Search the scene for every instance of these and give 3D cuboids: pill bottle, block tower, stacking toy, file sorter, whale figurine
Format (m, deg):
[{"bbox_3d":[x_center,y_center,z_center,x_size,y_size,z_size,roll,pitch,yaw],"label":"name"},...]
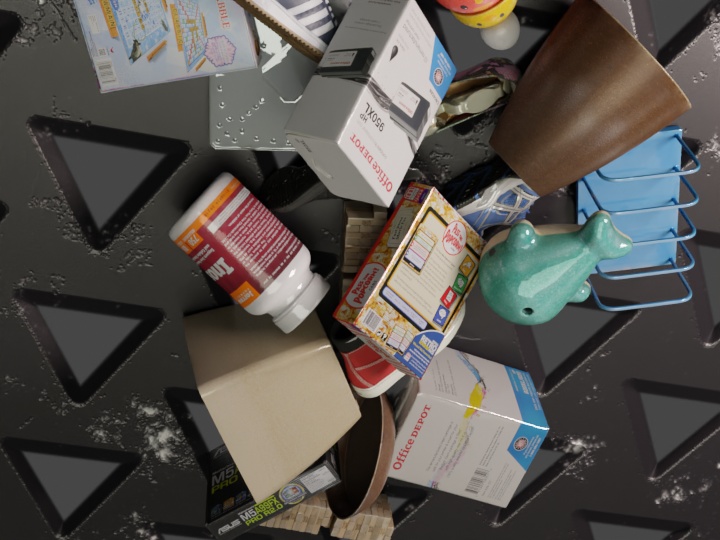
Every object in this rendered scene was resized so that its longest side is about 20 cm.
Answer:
[{"bbox_3d":[-0.137,-0.019,1.499,0.200,0.113,0.113,44,109,-8],"label":"pill bottle"},{"bbox_3d":[0.000,0.000,1.580,0.057,0.054,0.202,2,119,-7],"label":"block tower"},{"bbox_3d":[0.142,-0.336,1.380,0.145,0.147,0.200,-30,134,12],"label":"stacking toy"},{"bbox_3d":[0.362,-0.065,1.537,0.137,0.123,0.202,-7,119,-2],"label":"file sorter"},{"bbox_3d":[0.241,0.000,1.480,0.199,0.104,0.159,-24,128,33],"label":"whale figurine"},{"bbox_3d":[-0.050,0.359,1.770,0.198,0.058,0.054,11,119,-13],"label":"block tower"}]

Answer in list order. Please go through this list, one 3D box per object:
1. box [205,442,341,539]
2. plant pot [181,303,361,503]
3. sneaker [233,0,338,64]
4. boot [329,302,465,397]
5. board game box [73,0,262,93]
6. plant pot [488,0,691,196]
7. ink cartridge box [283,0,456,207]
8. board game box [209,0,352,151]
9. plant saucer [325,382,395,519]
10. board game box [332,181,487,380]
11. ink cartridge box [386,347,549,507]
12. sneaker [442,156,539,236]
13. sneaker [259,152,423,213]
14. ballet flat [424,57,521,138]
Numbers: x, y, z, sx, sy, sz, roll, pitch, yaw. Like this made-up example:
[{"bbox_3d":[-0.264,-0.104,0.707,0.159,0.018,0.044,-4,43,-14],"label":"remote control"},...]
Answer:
[{"bbox_3d":[-0.125,0.276,1.664,0.199,0.161,0.044,-29,120,12],"label":"box"},{"bbox_3d":[-0.111,0.150,1.584,0.176,0.200,0.201,-24,119,-2],"label":"plant pot"},{"bbox_3d":[-0.057,-0.314,1.360,0.199,0.070,0.109,32,87,-40],"label":"sneaker"},{"bbox_3d":[0.052,0.060,1.561,0.200,0.072,0.145,-39,136,-17],"label":"boot"},{"bbox_3d":[-0.232,-0.320,1.368,0.197,0.041,0.202,-7,118,8],"label":"board game box"},{"bbox_3d":[0.256,-0.190,1.407,0.187,0.187,0.200,40,103,-24],"label":"plant pot"},{"bbox_3d":[0.015,-0.197,1.368,0.145,0.084,0.201,46,65,-51],"label":"ink cartridge box"},{"bbox_3d":[-0.086,-0.245,1.451,0.198,0.026,0.202,1,119,-5],"label":"board game box"},{"bbox_3d":[0.002,0.246,1.637,0.034,0.201,0.202,14,118,-20],"label":"plant saucer"},{"bbox_3d":[0.071,0.014,1.499,0.151,0.046,0.201,42,74,-40],"label":"board game box"},{"bbox_3d":[0.134,0.211,1.658,0.198,0.145,0.148,18,117,-15],"label":"ink cartridge box"},{"bbox_3d":[0.204,-0.111,1.531,0.199,0.076,0.077,-25,126,21],"label":"sneaker"},{"bbox_3d":[-0.027,-0.112,1.504,0.199,0.061,0.104,-26,149,35],"label":"sneaker"},{"bbox_3d":[0.108,-0.205,1.464,0.198,0.071,0.070,-22,113,8],"label":"ballet flat"}]
